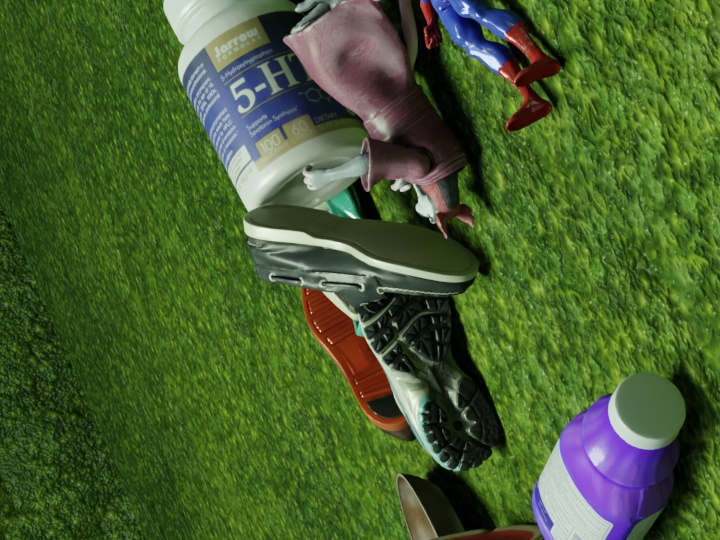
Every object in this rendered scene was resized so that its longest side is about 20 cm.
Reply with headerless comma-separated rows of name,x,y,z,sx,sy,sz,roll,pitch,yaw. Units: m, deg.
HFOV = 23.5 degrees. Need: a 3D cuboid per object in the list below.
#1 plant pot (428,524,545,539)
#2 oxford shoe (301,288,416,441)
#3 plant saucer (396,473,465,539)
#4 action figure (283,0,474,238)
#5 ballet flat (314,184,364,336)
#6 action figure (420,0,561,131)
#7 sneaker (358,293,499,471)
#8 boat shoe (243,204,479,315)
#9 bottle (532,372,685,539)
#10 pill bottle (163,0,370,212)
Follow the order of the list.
plant pot,0.100,0.304,1.369,0.200,0.199,0.179,167,92,-71
oxford shoe,0.000,0.065,1.536,0.073,0.071,0.201,65,-178,-61
plant saucer,0.083,0.271,1.550,0.200,0.032,0.202,158,90,-81
action figure,0.031,-0.118,1.254,0.149,0.134,0.201,-37,89,28
ballet flat,-0.022,-0.030,1.483,0.201,0.070,0.067,62,161,17
action figure,0.059,-0.180,1.139,0.201,0.051,0.066,58,163,32
sneaker,0.040,0.071,1.421,0.202,0.077,0.086,69,164,-4
boat shoe,-0.001,0.001,1.346,0.198,0.075,0.067,10,116,19
bottle,0.168,0.133,1.155,0.084,0.065,0.201,58,159,24
pill bottle,-0.082,-0.155,1.430,0.201,0.119,0.120,61,160,16
